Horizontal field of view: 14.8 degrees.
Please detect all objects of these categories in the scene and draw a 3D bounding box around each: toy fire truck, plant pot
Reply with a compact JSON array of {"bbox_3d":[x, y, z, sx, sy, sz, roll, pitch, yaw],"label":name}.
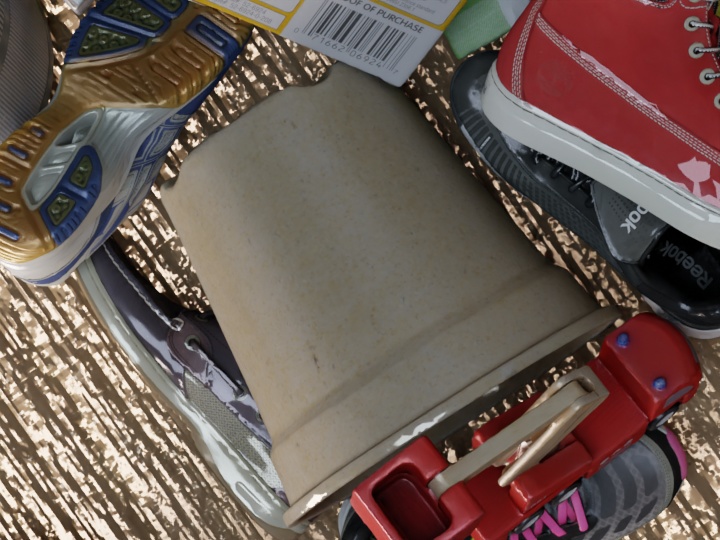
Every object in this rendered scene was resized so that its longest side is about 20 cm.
[{"bbox_3d":[0.088,0.082,1.365,0.200,0.141,0.049,-36,76,-11],"label":"toy fire truck"},{"bbox_3d":[0.000,0.000,1.404,0.200,0.200,0.184,-34,84,19],"label":"plant pot"}]

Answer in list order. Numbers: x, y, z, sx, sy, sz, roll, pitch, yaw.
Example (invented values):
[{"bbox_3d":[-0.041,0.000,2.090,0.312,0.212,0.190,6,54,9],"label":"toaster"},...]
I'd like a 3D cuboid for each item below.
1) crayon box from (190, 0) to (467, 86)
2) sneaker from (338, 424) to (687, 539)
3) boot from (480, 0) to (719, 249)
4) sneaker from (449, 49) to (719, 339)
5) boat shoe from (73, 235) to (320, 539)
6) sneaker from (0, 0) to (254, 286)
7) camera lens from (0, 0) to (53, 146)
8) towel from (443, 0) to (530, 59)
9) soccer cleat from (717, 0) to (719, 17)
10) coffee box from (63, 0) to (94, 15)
[{"bbox_3d":[0.018,-0.191,1.315,0.125,0.052,0.200,21,129,-24],"label":"crayon box"},{"bbox_3d":[0.075,0.131,1.461,0.199,0.087,0.074,-14,101,16],"label":"sneaker"},{"bbox_3d":[0.173,-0.095,1.312,0.200,0.072,0.144,25,125,-2],"label":"boot"},{"bbox_3d":[0.130,-0.040,1.390,0.200,0.090,0.066,43,88,-6],"label":"sneaker"},{"bbox_3d":[-0.079,0.053,1.491,0.065,0.072,0.200,-38,87,4],"label":"boat shoe"},{"bbox_3d":[-0.128,-0.079,1.453,0.075,0.088,0.200,38,77,15],"label":"sneaker"},{"bbox_3d":[-0.250,-0.118,1.402,0.159,0.200,0.161,-1,81,6],"label":"camera lens"},{"bbox_3d":[0.090,-0.210,1.353,0.200,0.031,0.150,-28,88,37],"label":"towel"},{"bbox_3d":[0.195,-0.115,1.381,0.200,0.065,0.084,12,106,6],"label":"soccer cleat"},{"bbox_3d":[-0.172,-0.236,1.356,0.113,0.080,0.200,-45,95,-1],"label":"coffee box"}]
